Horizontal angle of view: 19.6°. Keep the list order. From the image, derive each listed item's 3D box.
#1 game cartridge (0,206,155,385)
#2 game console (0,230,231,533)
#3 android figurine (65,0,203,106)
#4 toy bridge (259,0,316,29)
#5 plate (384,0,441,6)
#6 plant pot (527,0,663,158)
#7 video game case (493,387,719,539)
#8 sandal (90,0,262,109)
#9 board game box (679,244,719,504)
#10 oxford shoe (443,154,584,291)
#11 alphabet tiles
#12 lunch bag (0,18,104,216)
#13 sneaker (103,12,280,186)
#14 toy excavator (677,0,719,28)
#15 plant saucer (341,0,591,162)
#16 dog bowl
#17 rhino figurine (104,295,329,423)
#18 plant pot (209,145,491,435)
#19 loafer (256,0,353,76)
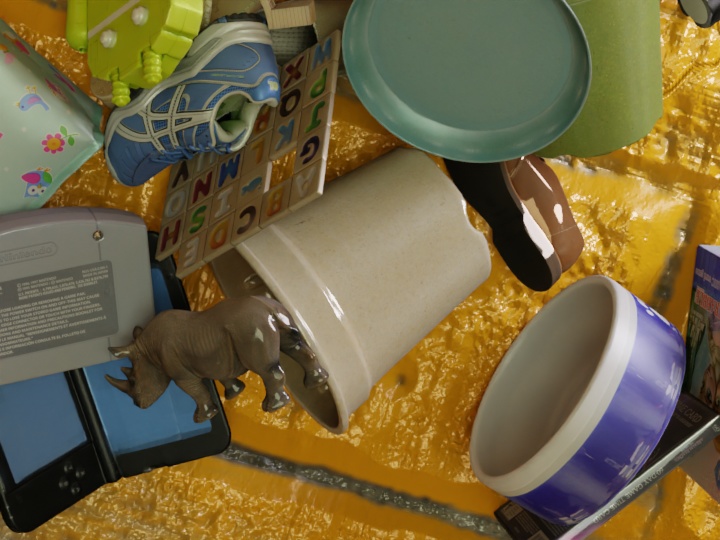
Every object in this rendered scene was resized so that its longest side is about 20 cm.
[{"bbox_3d":[-0.262,0.020,1.641,0.198,0.041,0.135,-12,121,-19],"label":"game cartridge"},{"bbox_3d":[-0.226,0.092,1.710,0.175,0.116,0.202,-31,108,-45],"label":"game console"},{"bbox_3d":[-0.173,-0.228,1.633,0.041,0.181,0.202,15,65,-36],"label":"android figurine"},{"bbox_3d":[-0.082,-0.285,1.602,0.066,0.027,0.202,-6,111,10],"label":"toy bridge"},{"bbox_3d":[-0.019,-0.315,1.614,0.197,0.032,0.202,7,112,4],"label":"plate"},{"bbox_3d":[0.172,-0.200,1.707,0.198,0.200,0.192,-18,114,-6],"label":"plant pot"},{"bbox_3d":[0.212,0.173,1.792,0.199,0.143,0.019,-37,103,-2],"label":"video game case"},{"bbox_3d":[-0.146,-0.219,1.675,0.211,0.078,0.070,-40,135,8],"label":"sandal"},{"bbox_3d":[0.322,0.094,1.769,0.041,0.200,0.202,3,99,-9],"label":"board game box"},{"bbox_3d":[0.127,-0.085,1.780,0.071,0.071,0.201,-38,106,-30],"label":"oxford shoe"},{"bbox_3d":[-0.092,-0.086,1.660,0.008,0.168,0.199,33,135,-32],"label":"alphabet tiles"},{"bbox_3d":[-0.329,-0.099,1.660,0.200,0.122,0.170,-43,111,10],"label":"lunch bag"},{"bbox_3d":[-0.138,-0.121,1.670,0.075,0.200,0.078,1,58,-45],"label":"sneaker"},{"bbox_3d":[0.266,-0.332,1.729,0.099,0.195,0.200,-34,63,-15],"label":"toy excavator"},{"bbox_3d":[0.084,-0.171,1.634,0.198,0.028,0.201,9,132,10],"label":"plant saucer"},{"bbox_3d":[0.180,0.109,1.746,0.078,0.200,0.201,32,94,-17],"label":"dog bowl"},{"bbox_3d":[-0.124,0.068,1.621,0.199,0.060,0.088,-11,112,35],"label":"rhino figurine"},{"bbox_3d":[0.000,0.000,1.711,0.183,0.200,0.202,-34,105,-13],"label":"plant pot"},{"bbox_3d":[-0.029,-0.193,1.720,0.198,0.067,0.077,-9,105,-6],"label":"loafer"}]
